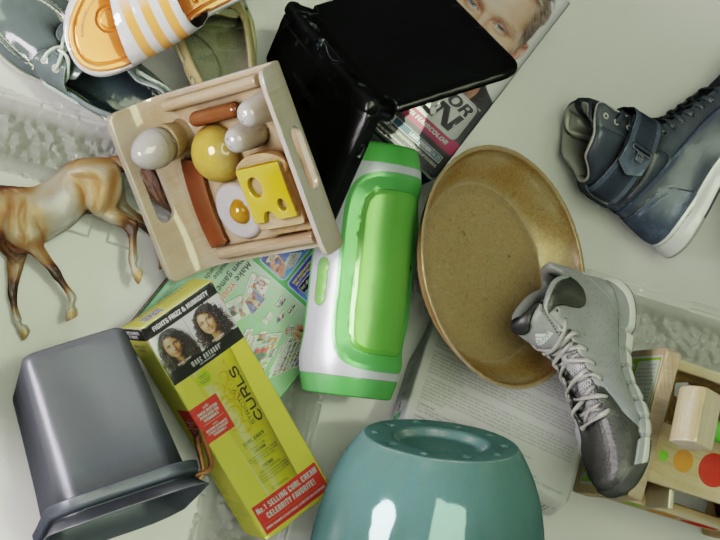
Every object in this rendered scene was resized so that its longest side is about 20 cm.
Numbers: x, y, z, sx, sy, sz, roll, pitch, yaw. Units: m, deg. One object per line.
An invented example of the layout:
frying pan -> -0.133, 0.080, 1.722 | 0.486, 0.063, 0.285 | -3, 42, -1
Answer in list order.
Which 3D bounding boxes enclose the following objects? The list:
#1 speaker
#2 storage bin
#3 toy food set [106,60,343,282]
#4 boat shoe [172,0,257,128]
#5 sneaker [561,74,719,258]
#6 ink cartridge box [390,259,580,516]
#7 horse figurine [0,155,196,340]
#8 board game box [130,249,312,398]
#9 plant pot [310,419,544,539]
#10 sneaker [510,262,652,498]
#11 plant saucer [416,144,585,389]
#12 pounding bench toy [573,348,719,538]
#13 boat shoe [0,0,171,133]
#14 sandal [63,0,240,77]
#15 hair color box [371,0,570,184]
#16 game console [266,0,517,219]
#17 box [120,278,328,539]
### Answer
speaker -> 0.000, 0.000, 1.627 | 0.088, 0.088, 0.202 | 7, 87, -15
storage bin -> -0.195, 0.127, 1.546 | 0.145, 0.200, 0.135 | -17, 81, -16
toy food set -> -0.106, -0.069, 1.533 | 0.060, 0.199, 0.144 | -29, 103, -38
boat shoe -> -0.115, -0.180, 1.623 | 0.073, 0.063, 0.202 | -6, 64, -9
sneaker -> 0.260, -0.134, 1.745 | 0.146, 0.077, 0.203 | 33, 79, -13
ink cartridge box -> 0.123, 0.084, 1.717 | 0.160, 0.050, 0.201 | 25, 61, -12
horse figurine -> -0.229, -0.037, 1.617 | 0.199, 0.050, 0.133 | -27, 98, -15
board game box -> -0.085, 0.022, 1.662 | 0.134, 0.029, 0.200 | 42, 76, -10
plant pot -> 0.053, 0.207, 1.580 | 0.199, 0.201, 0.162 | 3, 99, -15
sneaker -> 0.166, 0.081, 1.629 | 0.115, 0.075, 0.201 | 23, 48, -31
plant saucer -> 0.108, -0.001, 1.667 | 0.199, 0.035, 0.202 | 11, 73, -43
pounding bench toy -> 0.294, 0.147, 1.669 | 0.155, 0.200, 0.125 | 19, 81, -12
boat shoe -> -0.224, -0.170, 1.621 | 0.200, 0.062, 0.073 | 38, 79, -9
sandal -> -0.139, -0.223, 1.571 | 0.206, 0.059, 0.080 | -29, 98, -3
hair color box -> 0.075, -0.179, 1.706 | 0.100, 0.060, 0.200 | 40, 76, -10
game console -> 0.009, -0.134, 1.601 | 0.116, 0.200, 0.177 | 13, 113, -28
box -> -0.105, 0.110, 1.603 | 0.075, 0.050, 0.201 | -33, 105, -20
